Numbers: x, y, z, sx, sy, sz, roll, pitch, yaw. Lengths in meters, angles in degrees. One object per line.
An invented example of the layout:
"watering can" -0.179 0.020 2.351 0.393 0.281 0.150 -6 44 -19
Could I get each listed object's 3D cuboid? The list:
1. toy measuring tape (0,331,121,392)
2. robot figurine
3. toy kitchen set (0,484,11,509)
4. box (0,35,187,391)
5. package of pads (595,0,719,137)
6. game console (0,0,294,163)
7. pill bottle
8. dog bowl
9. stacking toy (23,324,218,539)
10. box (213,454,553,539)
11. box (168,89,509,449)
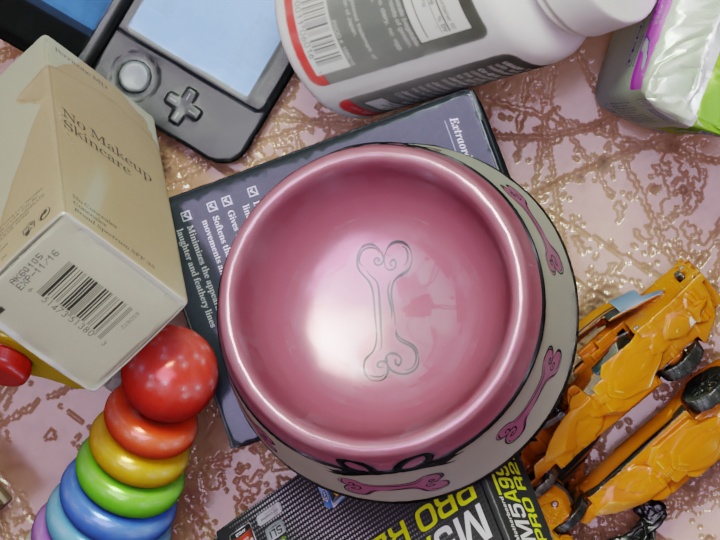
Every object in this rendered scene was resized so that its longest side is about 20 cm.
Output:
"toy measuring tape" -0.182 0.045 1.432 0.074 0.200 0.074 -14 58 24
"robot figurine" 0.144 0.094 1.435 0.200 0.058 0.145 -40 111 4
"toy kitchen set" -0.252 0.035 1.431 0.180 0.163 0.200 -42 86 4
"box" -0.162 -0.035 1.365 0.078 0.200 0.095 -43 122 17
"package of pads" 0.201 -0.175 1.396 0.068 0.155 0.200 21 91 -6
"game console" -0.104 -0.188 1.443 0.176 0.116 0.200 31 93 5
"pill bottle" 0.060 -0.160 1.385 0.200 0.114 0.114 -13 88 38
"dog bowl" 0.013 0.022 1.325 0.200 0.074 0.200 -3 79 13
"stacking toy" -0.132 0.110 1.412 0.085 0.085 0.200 26 127 5
"box" 0.018 0.175 1.396 0.200 0.044 0.160 -36 61 32
"box" 0.000 0.000 1.437 0.200 0.107 0.149 -19 87 6
